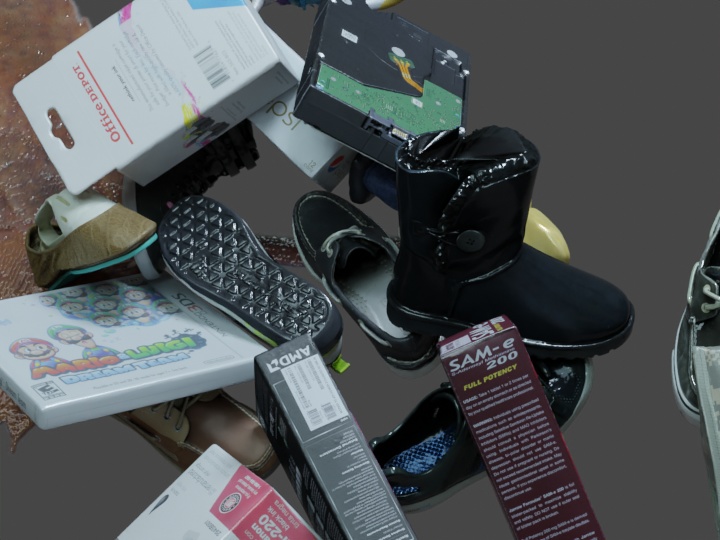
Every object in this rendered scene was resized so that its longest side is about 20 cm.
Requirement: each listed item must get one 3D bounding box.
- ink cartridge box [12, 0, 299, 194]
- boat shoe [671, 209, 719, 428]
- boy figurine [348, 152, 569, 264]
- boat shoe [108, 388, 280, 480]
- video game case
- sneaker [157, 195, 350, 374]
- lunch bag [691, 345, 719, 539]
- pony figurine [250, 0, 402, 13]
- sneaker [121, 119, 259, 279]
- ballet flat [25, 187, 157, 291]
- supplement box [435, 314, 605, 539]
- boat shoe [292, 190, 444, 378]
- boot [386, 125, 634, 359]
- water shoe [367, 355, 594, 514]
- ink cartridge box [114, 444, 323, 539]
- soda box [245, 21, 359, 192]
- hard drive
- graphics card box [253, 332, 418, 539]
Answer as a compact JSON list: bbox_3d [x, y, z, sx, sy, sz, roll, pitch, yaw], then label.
[{"bbox_3d":[-0.166,-0.151,1.410,0.200,0.068,0.115,-33,75,5],"label":"ink cartridge box"},{"bbox_3d":[0.279,0.022,1.327,0.071,0.064,0.200,8,65,19],"label":"boat shoe"},{"bbox_3d":[0.091,-0.052,1.419,0.200,0.065,0.124,29,50,24],"label":"boy figurine"},{"bbox_3d":[-0.151,0.110,1.391,0.200,0.072,0.076,23,70,25],"label":"boat shoe"},{"bbox_3d":[-0.199,0.057,1.369,0.200,0.024,0.182,-12,29,-33],"label":"video game case"},{"bbox_3d":[-0.089,0.021,1.416,0.072,0.083,0.200,-43,65,-12],"label":"sneaker"},{"bbox_3d":[0.325,0.148,1.210,0.164,0.118,0.201,-8,73,9],"label":"lunch bag"},{"bbox_3d":[-0.041,-0.310,1.565,0.199,0.167,0.194,-9,66,-7],"label":"pony figurine"},{"bbox_3d":[-0.142,-0.083,1.489,0.099,0.071,0.200,-7,51,15],"label":"sneaker"},{"bbox_3d":[-0.232,-0.032,1.431,0.068,0.200,0.072,-33,98,-27],"label":"ballet flat"},{"bbox_3d":[0.118,0.136,1.230,0.061,0.109,0.200,-23,92,2],"label":"supplement box"},{"bbox_3d":[0.000,0.000,1.417,0.074,0.060,0.200,-30,58,-2],"label":"boat shoe"},{"bbox_3d":[0.118,-0.022,1.296,0.200,0.168,0.077,7,42,1],"label":"boot"},{"bbox_3d":[0.093,0.113,1.318,0.200,0.079,0.072,-37,59,-6],"label":"water shoe"},{"bbox_3d":[-0.133,0.237,1.272,0.200,0.085,0.146,-46,21,-10],"label":"ink cartridge box"},{"bbox_3d":[-0.078,-0.159,1.459,0.200,0.064,0.068,44,93,15],"label":"soda box"},{"bbox_3d":[0.021,-0.152,1.422,0.139,0.038,0.200,26,31,-12],"label":"hard drive"},{"bbox_3d":[-0.016,0.158,1.275,0.051,0.126,0.200,-25,67,-13],"label":"graphics card box"}]
